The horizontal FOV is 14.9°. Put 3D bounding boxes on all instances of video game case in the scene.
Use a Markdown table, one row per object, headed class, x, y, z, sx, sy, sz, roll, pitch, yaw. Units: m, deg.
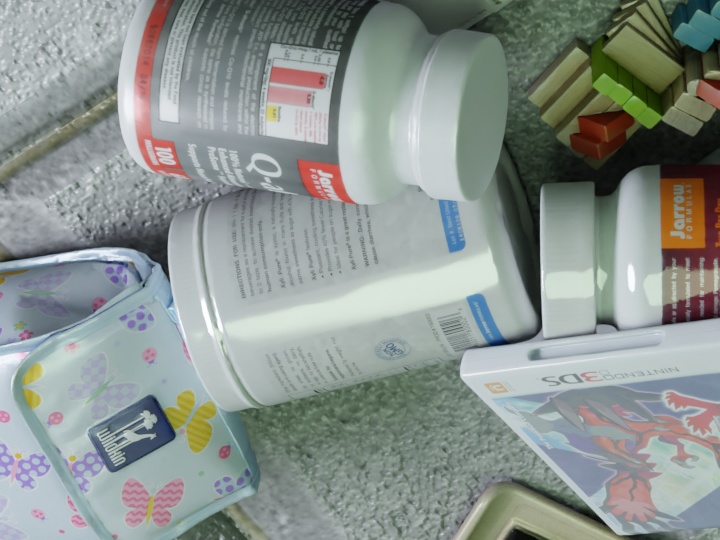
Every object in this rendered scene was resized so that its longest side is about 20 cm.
| class | x | y | z | sx | sy | sz | roll | pitch | yaw |
| --- | --- | --- | --- | --- | --- | --- | --- | --- | --- |
| video game case | 0.184 | 0.095 | 1.609 | 0.182 | 0.023 | 0.200 | -8 | 143 | 34 |

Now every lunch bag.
| class | x | y | z | sx | sy | sz | roll | pitch | yaw |
| --- | --- | --- | --- | --- | --- | --- | --- | --- | --- |
| lunch bag | -0.178 | 0.084 | 1.691 | 0.200 | 0.127 | 0.170 | -8 | 124 | 23 |

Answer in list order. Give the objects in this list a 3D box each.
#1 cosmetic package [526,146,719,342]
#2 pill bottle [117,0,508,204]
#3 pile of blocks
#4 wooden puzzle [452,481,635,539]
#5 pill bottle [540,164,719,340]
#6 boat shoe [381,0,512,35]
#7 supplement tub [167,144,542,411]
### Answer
| class | x | y | z | sx | sy | sz | roll | pitch | yaw |
| --- | --- | --- | --- | --- | --- | --- | --- | --- | --- |
| cosmetic package | 0.207 | 0.028 | 1.690 | 0.200 | 0.052 | 0.151 | -37 | 116 | 24 |
| pill bottle | -0.026 | -0.099 | 1.553 | 0.200 | 0.116 | 0.116 | 9 | 125 | 19 |
| pile of blocks | 0.192 | -0.118 | 1.588 | 0.200 | 0.062 | 0.082 | -22 | 119 | 16 |
| wooden puzzle | 0.132 | 0.246 | 1.845 | 0.200 | 0.037 | 0.185 | 23 | 121 | -12 |
| pill bottle | 0.203 | -0.006 | 1.574 | 0.200 | 0.110 | 0.110 | -1 | 123 | 5 |
| boat shoe | 0.076 | -0.184 | 1.547 | 0.071 | 0.069 | 0.200 | 34 | 120 | -21 |
| supplement tub | 0.000 | 0.000 | 1.636 | 0.200 | 0.132 | 0.132 | -14 | 121 | 13 |
